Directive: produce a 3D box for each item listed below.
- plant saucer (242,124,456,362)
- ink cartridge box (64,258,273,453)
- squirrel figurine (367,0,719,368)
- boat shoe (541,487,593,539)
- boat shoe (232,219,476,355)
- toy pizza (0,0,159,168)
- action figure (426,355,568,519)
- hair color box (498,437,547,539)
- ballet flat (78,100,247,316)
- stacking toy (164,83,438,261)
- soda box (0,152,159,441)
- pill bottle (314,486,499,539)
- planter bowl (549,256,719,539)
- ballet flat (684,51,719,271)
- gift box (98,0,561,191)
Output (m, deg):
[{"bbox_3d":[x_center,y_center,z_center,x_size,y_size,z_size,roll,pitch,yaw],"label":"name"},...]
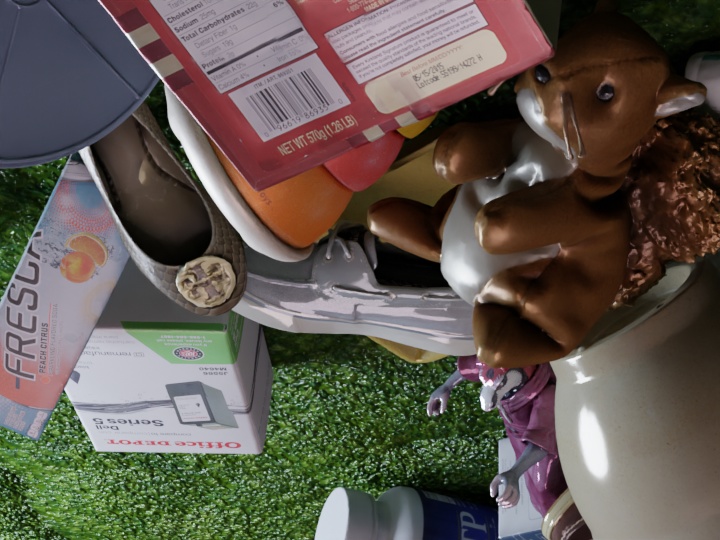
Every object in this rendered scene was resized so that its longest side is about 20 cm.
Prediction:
[{"bbox_3d":[0.050,-0.022,0.937,0.200,0.049,0.200,-26,136,36],"label":"plant saucer"},{"bbox_3d":[-0.154,0.065,1.053,0.145,0.084,0.200,1,146,6],"label":"ink cartridge box"},{"bbox_3d":[0.134,-0.059,0.773,0.200,0.142,0.187,1,127,-31],"label":"squirrel figurine"},{"bbox_3d":[0.230,0.160,0.981,0.200,0.072,0.072,-24,146,-9],"label":"boat shoe"},{"bbox_3d":[0.000,0.001,0.885,0.200,0.070,0.072,10,125,-5],"label":"boat shoe"},{"bbox_3d":[-0.176,-0.150,0.684,0.032,0.200,0.200,30,170,46],"label":"toy pizza"},{"bbox_3d":[0.138,0.106,1.002,0.149,0.134,0.200,-33,141,-3],"label":"action figure"},{"bbox_3d":[0.220,0.180,1.172,0.200,0.100,0.061,-20,140,31],"label":"hair color box"},{"bbox_3d":[-0.132,-0.056,0.823,0.067,0.046,0.200,-27,106,1],"label":"ballet flat"},{"bbox_3d":[0.002,-0.107,0.771,0.200,0.146,0.146,-27,138,14],"label":"stacking toy"},{"bbox_3d":[-0.202,0.011,0.904,0.064,0.068,0.200,24,108,-13],"label":"soda box"},{"bbox_3d":[0.062,0.277,1.316,0.200,0.120,0.120,15,145,-17],"label":"pill bottle"},{"bbox_3d":[0.203,0.077,0.857,0.200,0.200,0.135,-31,95,41],"label":"planter bowl"},{"bbox_3d":[0.226,-0.066,0.850,0.069,0.070,0.200,-2,142,9],"label":"ballet flat"},{"bbox_3d":[-0.010,-0.160,0.609,0.184,0.187,0.200,-17,126,25],"label":"gift box"}]
